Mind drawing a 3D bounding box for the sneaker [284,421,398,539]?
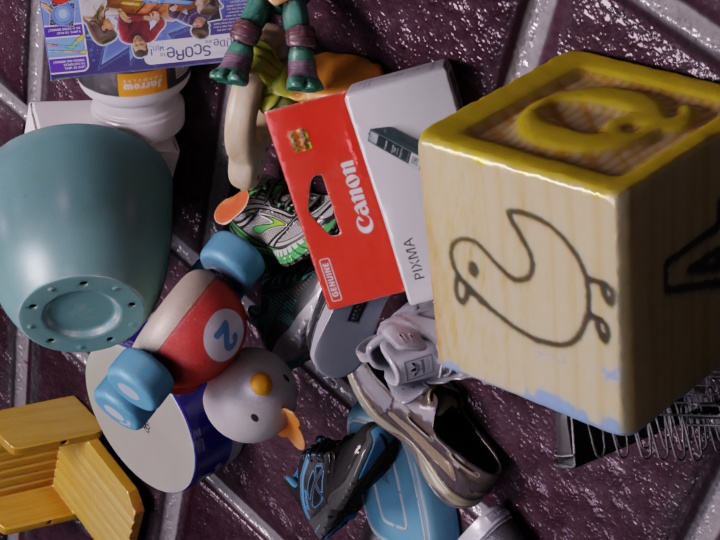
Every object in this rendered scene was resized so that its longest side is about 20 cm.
[{"bbox_3d":[-0.027,0.201,1.694,0.082,0.073,0.200,48,142,13],"label":"sneaker"}]

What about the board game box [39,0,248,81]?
[{"bbox_3d":[-0.196,-0.252,1.551,0.035,0.199,0.136,-107,13,-56],"label":"board game box"}]

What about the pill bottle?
[{"bbox_3d":[-0.226,-0.232,1.651,0.116,0.116,0.201,28,133,35],"label":"pill bottle"}]

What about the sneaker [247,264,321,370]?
[{"bbox_3d":[-0.064,0.026,1.682,0.091,0.077,0.200,54,142,13],"label":"sneaker"}]

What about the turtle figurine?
[{"bbox_3d":[-0.070,-0.259,1.455,0.149,0.101,0.201,6,91,23],"label":"turtle figurine"}]

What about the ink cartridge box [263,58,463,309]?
[{"bbox_3d":[0.021,-0.066,1.465,0.173,0.044,0.201,-14,107,12],"label":"ink cartridge box"}]

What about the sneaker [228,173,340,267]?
[{"bbox_3d":[-0.074,-0.052,1.633,0.200,0.078,0.086,-9,107,52],"label":"sneaker"}]

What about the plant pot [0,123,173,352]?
[{"bbox_3d":[-0.278,-0.018,1.660,0.201,0.200,0.162,114,153,-48],"label":"plant pot"}]

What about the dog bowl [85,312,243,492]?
[{"bbox_3d":[-0.230,0.155,1.957,0.200,0.079,0.201,29,135,34],"label":"dog bowl"}]

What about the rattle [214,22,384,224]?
[{"bbox_3d":[-0.060,-0.121,1.568,0.130,0.142,0.201,-94,10,-60],"label":"rattle"}]

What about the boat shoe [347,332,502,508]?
[{"bbox_3d":[0.067,0.133,1.615,0.200,0.074,0.073,49,132,1],"label":"boat shoe"}]

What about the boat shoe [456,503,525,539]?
[{"bbox_3d":[0.114,0.310,1.682,0.066,0.070,0.200,48,135,17],"label":"boat shoe"}]

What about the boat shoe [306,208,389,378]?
[{"bbox_3d":[0.002,0.001,1.564,0.200,0.073,0.068,-70,26,21],"label":"boat shoe"}]

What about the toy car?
[{"bbox_3d":[-0.123,0.102,1.642,0.200,0.185,0.177,38,156,-3],"label":"toy car"}]

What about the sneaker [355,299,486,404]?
[{"bbox_3d":[0.093,0.081,1.499,0.199,0.115,0.075,23,131,39],"label":"sneaker"}]

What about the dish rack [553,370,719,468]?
[{"bbox_3d":[0.261,0.111,1.302,0.200,0.153,0.055,-5,99,49],"label":"dish rack"}]

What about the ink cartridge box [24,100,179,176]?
[{"bbox_3d":[-0.287,-0.086,1.788,0.200,0.145,0.084,112,145,-46],"label":"ink cartridge box"}]

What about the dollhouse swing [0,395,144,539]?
[{"bbox_3d":[-0.404,0.300,2.198,0.176,0.181,0.200,61,148,32],"label":"dollhouse swing"}]

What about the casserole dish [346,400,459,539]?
[{"bbox_3d":[0.039,0.214,1.720,0.121,0.039,0.201,14,123,44],"label":"casserole dish"}]

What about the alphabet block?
[{"bbox_3d":[0.179,-0.027,1.259,0.195,0.196,0.201,18,128,39],"label":"alphabet block"}]
